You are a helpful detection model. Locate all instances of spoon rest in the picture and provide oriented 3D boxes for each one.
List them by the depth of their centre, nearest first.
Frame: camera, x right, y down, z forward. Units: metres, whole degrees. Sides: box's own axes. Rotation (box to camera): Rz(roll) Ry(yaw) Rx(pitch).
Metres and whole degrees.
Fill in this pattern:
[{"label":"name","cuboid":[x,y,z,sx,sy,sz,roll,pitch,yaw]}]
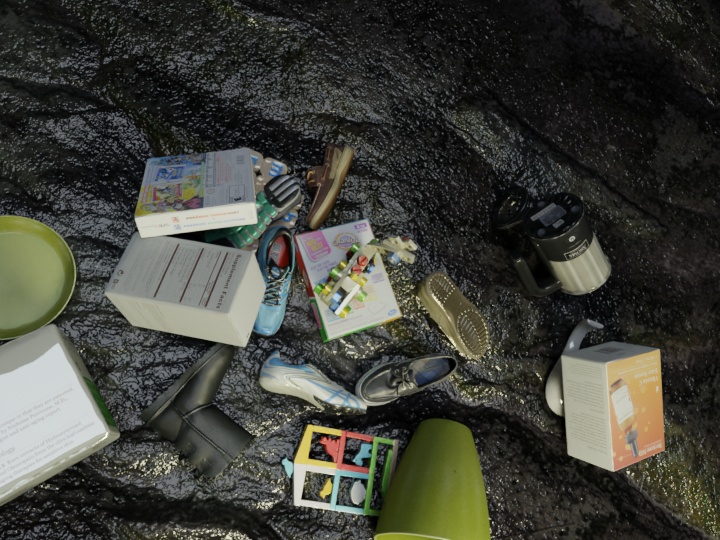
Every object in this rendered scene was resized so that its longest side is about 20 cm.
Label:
[{"label":"spoon rest","cuboid":[0.436,0.199,1.148,0.099,0.061,0.200,22,83,-10]}]

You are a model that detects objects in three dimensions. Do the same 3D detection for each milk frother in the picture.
[{"label":"milk frother","cuboid":[0.388,-0.069,1.167,0.188,0.180,0.200,48,29,-37]}]

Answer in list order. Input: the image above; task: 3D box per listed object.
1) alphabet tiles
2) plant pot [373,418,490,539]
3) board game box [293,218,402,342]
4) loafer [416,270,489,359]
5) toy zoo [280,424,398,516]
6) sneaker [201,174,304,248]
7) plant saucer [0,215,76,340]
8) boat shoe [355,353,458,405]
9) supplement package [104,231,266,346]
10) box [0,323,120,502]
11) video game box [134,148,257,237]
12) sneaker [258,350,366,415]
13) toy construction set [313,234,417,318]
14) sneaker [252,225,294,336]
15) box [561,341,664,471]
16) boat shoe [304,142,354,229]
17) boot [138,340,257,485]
[{"label":"alphabet tiles","cuboid":[-0.211,-0.128,1.049,0.195,0.015,0.200,21,70,-11]},{"label":"plant pot","cuboid":[0.130,0.361,0.946,0.187,0.187,0.200,20,55,-11]},{"label":"board game box","cuboid":[-0.027,0.015,1.053,0.153,0.040,0.200,-15,80,-21]},{"label":"loafer","cuboid":[0.177,0.084,1.087,0.076,0.068,0.200,-39,105,-21]},{"label":"toy zoo","cuboid":[-0.037,0.342,0.968,0.200,0.020,0.132,14,71,-14]},{"label":"sneaker","cuboid":[-0.184,-0.087,1.008,0.200,0.088,0.075,-34,79,2]},{"label":"plant saucer","cuboid":[-0.557,0.012,0.892,0.199,0.031,0.201,5,73,-17]},{"label":"boat shoe","cuboid":[0.089,0.194,1.025,0.200,0.066,0.070,-10,78,-20]},{"label":"supplement package","cuboid":[-0.268,0.030,0.890,0.199,0.117,0.118,10,59,7]},{"label":"box","cuboid":[-0.466,0.206,0.775,0.200,0.199,0.172,-29,85,-24]},{"label":"video game box","cuboid":[-0.269,-0.135,0.941,0.182,0.047,0.200,-6,38,-9]},{"label":"sneaker","cuboid":[-0.075,0.198,0.973,0.200,0.072,0.073,25,61,-13]},{"label":"toy construction set","cuboid":[0.000,0.000,0.972,0.200,0.131,0.092,-37,89,-23]},{"label":"sneaker","cuboid":[-0.157,0.014,0.980,0.078,0.090,0.201,9,82,-16]},{"label":"box","cuboid":[0.480,0.251,1.074,0.152,0.106,0.201,-8,95,-28]},{"label":"boat shoe","cuboid":[-0.074,-0.167,1.076,0.072,0.072,0.200,22,63,-1]},{"label":"boot","cuboid":[-0.235,0.229,0.910,0.162,0.073,0.198,44,74,0]}]
